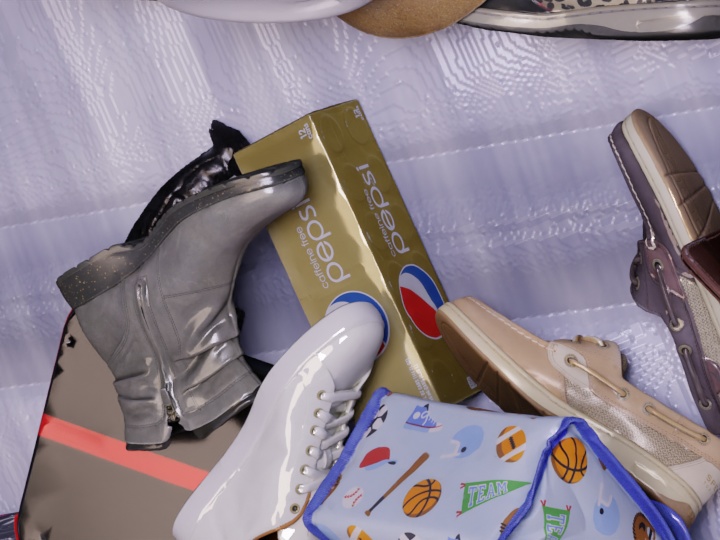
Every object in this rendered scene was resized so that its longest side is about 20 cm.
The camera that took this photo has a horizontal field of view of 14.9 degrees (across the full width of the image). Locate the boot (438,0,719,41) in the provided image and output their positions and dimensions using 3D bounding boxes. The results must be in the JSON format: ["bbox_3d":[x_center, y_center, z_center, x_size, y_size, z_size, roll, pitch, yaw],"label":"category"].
[{"bbox_3d":[0.126,-0.213,1.596,0.202,0.073,0.155,6,97,31],"label":"boot"}]

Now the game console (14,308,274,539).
[{"bbox_3d":[-0.116,0.130,1.738,0.199,0.031,0.178,18,96,17],"label":"game console"}]

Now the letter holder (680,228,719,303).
[{"bbox_3d":[0.291,0.015,1.512,0.200,0.142,0.101,44,117,13],"label":"letter holder"}]

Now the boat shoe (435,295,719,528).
[{"bbox_3d":[0.134,0.074,1.656,0.200,0.071,0.065,38,77,10],"label":"boat shoe"}]

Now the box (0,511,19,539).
[{"bbox_3d":[-0.228,0.269,1.853,0.122,0.106,0.201,-11,96,29],"label":"box"}]

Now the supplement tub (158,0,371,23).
[{"bbox_3d":[-0.054,-0.254,1.568,0.144,0.144,0.201,-5,79,28],"label":"supplement tub"}]

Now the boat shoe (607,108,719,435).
[{"bbox_3d":[0.188,0.005,1.606,0.065,0.072,0.201,-26,94,24],"label":"boat shoe"}]

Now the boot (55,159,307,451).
[{"bbox_3d":[-0.086,0.024,1.676,0.199,0.068,0.131,-30,85,32],"label":"boot"}]

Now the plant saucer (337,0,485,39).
[{"bbox_3d":[0.024,-0.239,1.617,0.199,0.035,0.202,-8,77,39],"label":"plant saucer"}]

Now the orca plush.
[{"bbox_3d":[-0.123,0.006,1.764,0.105,0.071,0.200,43,116,13],"label":"orca plush"}]

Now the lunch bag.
[{"bbox_3d":[0.097,0.167,1.619,0.169,0.124,0.200,6,146,48],"label":"lunch bag"}]

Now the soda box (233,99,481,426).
[{"bbox_3d":[0.000,0.000,1.701,0.064,0.068,0.201,-26,88,30],"label":"soda box"}]

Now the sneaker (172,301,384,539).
[{"bbox_3d":[-0.030,0.113,1.651,0.085,0.073,0.201,44,115,27],"label":"sneaker"}]
